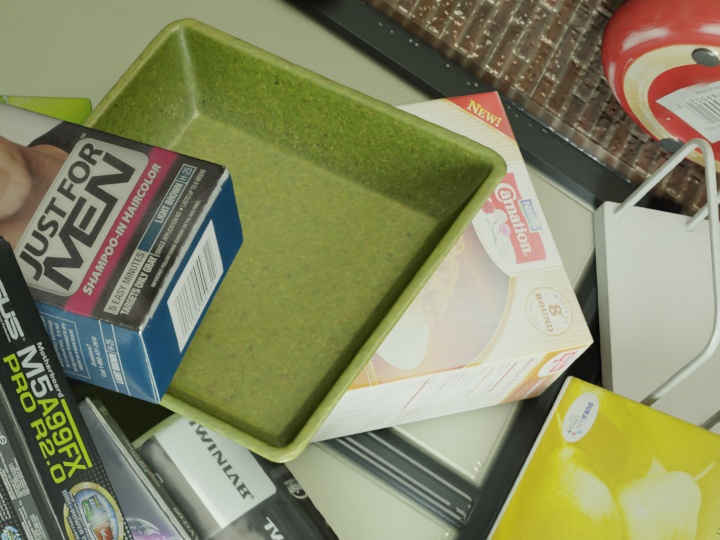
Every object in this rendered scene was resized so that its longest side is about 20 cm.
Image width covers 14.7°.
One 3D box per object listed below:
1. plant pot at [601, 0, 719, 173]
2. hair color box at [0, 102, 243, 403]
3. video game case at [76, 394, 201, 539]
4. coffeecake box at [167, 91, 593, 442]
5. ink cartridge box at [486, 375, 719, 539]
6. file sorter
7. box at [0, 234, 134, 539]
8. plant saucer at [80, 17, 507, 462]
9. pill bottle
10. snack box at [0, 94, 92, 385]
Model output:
[{"bbox_3d":[0.243,-0.157,1.574,0.200,0.200,0.183,25,67,-11],"label":"plant pot"},{"bbox_3d":[-0.165,-0.019,1.284,0.199,0.061,0.100,15,57,17],"label":"hair color box"},{"bbox_3d":[-0.119,0.180,1.289,0.200,0.143,0.019,53,13,8],"label":"video game case"},{"bbox_3d":[0.000,0.000,1.456,0.199,0.073,0.154,-10,68,-28],"label":"coffeecake box"},{"bbox_3d":[0.158,0.170,1.420,0.199,0.047,0.198,19,54,16],"label":"ink cartridge box"},{"bbox_3d":[0.246,0.019,1.529,0.199,0.125,0.139,10,61,-20],"label":"file sorter"},{"bbox_3d":[-0.186,0.103,1.241,0.044,0.160,0.201,-25,92,-54],"label":"box"},{"bbox_3d":[-0.060,-0.008,1.333,0.199,0.048,0.200,25,60,22],"label":"plant saucer"},{"bbox_3d":[-0.047,0.166,1.333,0.106,0.106,0.200,-32,81,-33],"label":"pill bottle"},{"bbox_3d":[-0.225,-0.016,1.374,0.199,0.053,0.143,1,64,-23],"label":"snack box"}]
